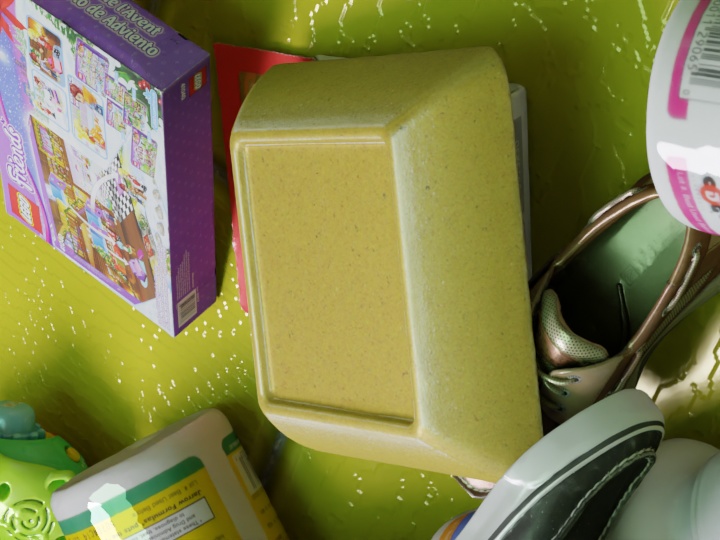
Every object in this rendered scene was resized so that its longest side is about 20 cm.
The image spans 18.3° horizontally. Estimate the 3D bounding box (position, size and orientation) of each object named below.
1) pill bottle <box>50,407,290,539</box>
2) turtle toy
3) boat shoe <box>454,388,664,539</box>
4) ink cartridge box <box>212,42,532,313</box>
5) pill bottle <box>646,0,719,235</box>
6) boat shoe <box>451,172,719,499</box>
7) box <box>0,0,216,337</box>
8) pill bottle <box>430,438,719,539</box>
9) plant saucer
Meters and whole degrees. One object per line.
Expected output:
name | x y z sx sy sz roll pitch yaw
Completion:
pill bottle | -0.083 0.190 1.258 0.113 0.113 0.201 -25 93 44
turtle toy | -0.224 0.149 1.365 0.146 0.101 0.200 44 138 -16
boat shoe | 0.073 0.140 0.985 0.200 0.071 0.064 -51 59 15
ink cartridge box | -0.005 -0.025 1.139 0.199 0.050 0.162 11 116 34
pill bottle | 0.224 -0.056 0.885 0.199 0.113 0.114 13 117 36
boat shoe | 0.099 0.025 1.023 0.076 0.074 0.200 44 115 19
box | -0.139 -0.070 1.194 0.137 0.039 0.200 35 148 22
pill bottle | 0.130 0.144 1.058 0.200 0.112 0.112 -26 92 44
plant saucer | 0.000 0.000 1.057 0.200 0.048 0.201 3 100 56
